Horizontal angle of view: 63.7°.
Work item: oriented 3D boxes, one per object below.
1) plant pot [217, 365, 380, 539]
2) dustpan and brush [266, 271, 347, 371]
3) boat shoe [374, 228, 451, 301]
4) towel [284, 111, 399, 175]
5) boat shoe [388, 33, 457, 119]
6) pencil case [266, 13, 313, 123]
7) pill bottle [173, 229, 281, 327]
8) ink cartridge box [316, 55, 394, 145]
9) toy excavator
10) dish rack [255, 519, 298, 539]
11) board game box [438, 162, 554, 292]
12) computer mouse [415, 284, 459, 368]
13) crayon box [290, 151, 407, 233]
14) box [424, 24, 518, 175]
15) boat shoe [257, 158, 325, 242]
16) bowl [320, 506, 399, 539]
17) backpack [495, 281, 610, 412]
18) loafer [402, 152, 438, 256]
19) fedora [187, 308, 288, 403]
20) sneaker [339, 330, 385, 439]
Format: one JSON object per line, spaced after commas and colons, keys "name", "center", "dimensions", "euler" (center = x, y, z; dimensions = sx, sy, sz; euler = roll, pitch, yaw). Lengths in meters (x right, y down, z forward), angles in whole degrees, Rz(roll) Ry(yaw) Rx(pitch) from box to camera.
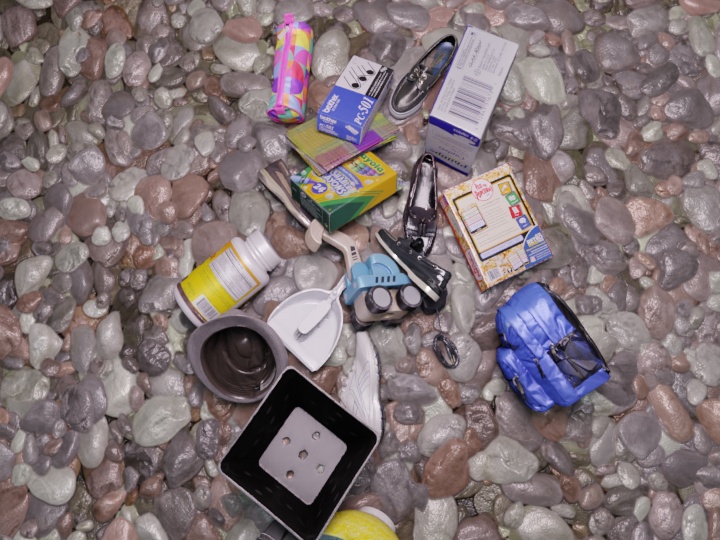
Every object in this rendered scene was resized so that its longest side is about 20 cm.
{"name": "plant pot", "center": [-0.102, 0.320, 1.009], "dimensions": [0.197, 0.178, 0.202], "euler": [34, 72, 8]}
{"name": "dustpan and brush", "center": [-0.070, 0.071, 1.113], "dimensions": [0.139, 0.058, 0.200], "euler": [39, 66, 10]}
{"name": "boat shoe", "center": [0.100, -0.029, 1.084], "dimensions": [0.066, 0.074, 0.200], "euler": [-46, 45, 6]}
{"name": "towel", "center": [-0.038, -0.263, 1.129], "dimensions": [0.197, 0.023, 0.144], "euler": [-31, 57, -24]}
{"name": "boat shoe", "center": [0.127, -0.399, 1.179], "dimensions": [0.068, 0.057, 0.201], "euler": [39, 85, 8]}
{"name": "pencil case", "center": [-0.144, -0.405, 1.182], "dimensions": [0.086, 0.088, 0.207], "euler": [3, 82, 3]}
{"name": "pill bottle", "center": [-0.250, 0.014, 1.108], "dimensions": [0.198, 0.109, 0.110], "euler": [-38, 81, -4]}
{"name": "ink cartridge box", "center": [-0.007, -0.338, 1.137], "dimensions": [0.092, 0.045, 0.203], "euler": [20, 54, 6]}
{"name": "toy excavator", "center": [0.000, 0.000, 1.087], "dimensions": [0.189, 0.100, 0.205], "euler": [-2, 64, -26]}
{"name": "dish rack", "center": [-0.103, 0.514, 0.986], "dimensions": [0.151, 0.203, 0.055], "euler": [27, 45, 18]}
{"name": "board game box", "center": [0.260, -0.084, 1.118], "dimensions": [0.148, 0.046, 0.204], "euler": [-22, 81, -10]}
{"name": "computer mouse", "center": [0.147, 0.089, 1.120], "dimensions": [0.057, 0.034, 0.206], "euler": [-12, 85, -16]}
{"name": "crayon box", "center": [-0.019, -0.170, 1.099], "dimensions": [0.198, 0.052, 0.125], "euler": [-33, 57, -25]}
{"name": "box", "center": [0.201, -0.311, 1.089], "dimensions": [0.103, 0.200, 0.188], "euler": [23, 83, 8]}
{"name": "boat shoe", "center": [-0.119, -0.144, 1.144], "dimensions": [0.073, 0.075, 0.200], "euler": [-43, 83, -4]}
{"name": "bowl", "center": [0.007, 0.483, 1.011], "dimensions": [0.197, 0.203, 0.108], "euler": [31, 42, 8]}
{"name": "backpack", "center": [0.320, 0.134, 1.034], "dimensions": [0.166, 0.163, 0.203], "euler": [-32, 82, 1]}
{"name": "loafer", "center": [0.120, -0.131, 1.134], "dimensions": [0.070, 0.063, 0.207], "euler": [4, 81, 3]}
{"name": "fedora", "center": [-0.221, 0.144, 1.071], "dimensions": [0.173, 0.091, 0.203], "euler": [-24, 118, 6]}
{"name": "sneaker", "center": [0.000, 0.216, 1.085], "dimensions": [0.084, 0.075, 0.207], "euler": [-4, 80, 7]}
